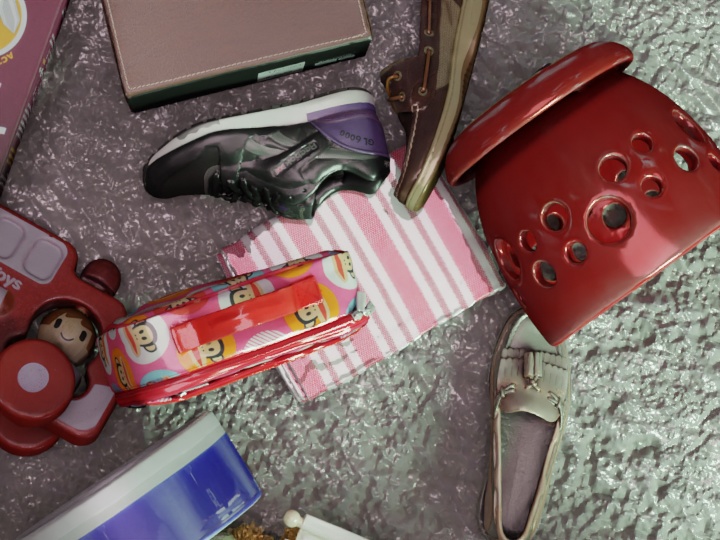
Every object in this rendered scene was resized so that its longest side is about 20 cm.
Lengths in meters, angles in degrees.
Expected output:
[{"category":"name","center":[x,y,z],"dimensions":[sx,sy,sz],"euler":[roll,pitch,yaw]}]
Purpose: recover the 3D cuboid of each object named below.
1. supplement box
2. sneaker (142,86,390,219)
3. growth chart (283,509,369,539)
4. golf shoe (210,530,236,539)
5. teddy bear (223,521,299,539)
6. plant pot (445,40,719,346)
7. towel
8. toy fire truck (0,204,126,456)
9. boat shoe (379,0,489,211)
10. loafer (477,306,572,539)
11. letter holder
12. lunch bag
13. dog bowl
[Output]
[{"category":"supplement box","center":[-0.306,-0.162,1.682],"dimensions":[0.110,0.086,0.201],"euler":[19,87,-7]},{"category":"sneaker","center":[-0.074,-0.079,1.716],"dimensions":[0.199,0.076,0.088],"euler":[-16,71,-3]},{"category":"growth chart","center":[-0.044,0.292,1.689],"dimensions":[0.144,0.018,0.201],"euler":[32,84,-10]},{"category":"golf shoe","center":[-0.155,0.293,1.708],"dimensions":[0.092,0.073,0.200],"euler":[45,103,10]},{"category":"teddy bear","center":[-0.068,0.301,1.729],"dimensions":[0.144,0.067,0.201],"euler":[16,88,-1]},{"category":"plant pot","center":[0.182,-0.069,1.685],"dimensions":[0.200,0.200,0.183],"euler":[-33,85,-3]},{"category":"towel","center":[0.000,0.000,1.757],"dimensions":[0.199,0.030,0.147],"euler":[-30,89,-4]},{"category":"toy fire truck","center":[-0.273,0.042,1.707],"dimensions":[0.199,0.112,0.169],"euler":[28,67,0]},{"category":"boat shoe","center":[0.049,-0.146,1.732],"dimensions":[0.071,0.072,0.201],"euler":[15,76,3]},{"category":"loafer","center":[0.136,0.129,1.744],"dimensions":[0.071,0.063,0.202],"euler":[7,89,-2]},{"category":"letter holder","center":[-0.105,-0.223,1.709],"dimensions":[0.199,0.101,0.143],"euler":[-14,88,-3]},{"category":"lunch bag","center":[-0.095,0.041,1.635],"dimensions":[0.199,0.176,0.082],"euler":[-19,89,-17]},{"category":"dog bowl","center":[-0.177,0.195,1.657],"dimensions":[0.199,0.200,0.079],"euler":[-34,91,-3]}]
